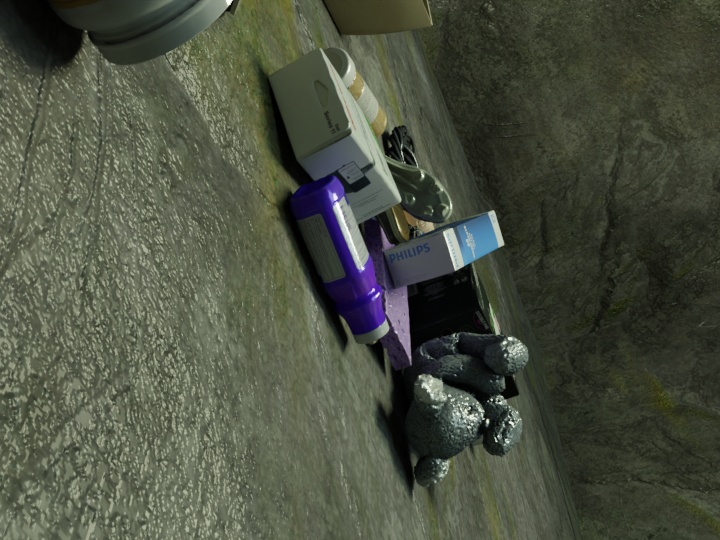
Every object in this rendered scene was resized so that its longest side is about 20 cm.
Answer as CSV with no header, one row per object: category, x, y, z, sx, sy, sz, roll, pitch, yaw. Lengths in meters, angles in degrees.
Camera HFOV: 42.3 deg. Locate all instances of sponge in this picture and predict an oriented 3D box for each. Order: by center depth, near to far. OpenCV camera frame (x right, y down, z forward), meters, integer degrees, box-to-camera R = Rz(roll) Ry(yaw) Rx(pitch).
sponge,0.039,0.029,1.330,0.202,0.029,0.112,-92,160,-46

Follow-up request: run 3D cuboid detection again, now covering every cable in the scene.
cable,0.092,-0.212,1.915,0.163,0.050,0.204,37,39,-60

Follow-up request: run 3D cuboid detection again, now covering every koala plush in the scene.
koala plush,0.120,0.193,1.282,0.200,0.181,0.181,-43,137,-58

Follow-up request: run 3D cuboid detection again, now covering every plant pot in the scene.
plant pot,0.013,-0.564,1.758,0.200,0.174,0.203,55,21,-48

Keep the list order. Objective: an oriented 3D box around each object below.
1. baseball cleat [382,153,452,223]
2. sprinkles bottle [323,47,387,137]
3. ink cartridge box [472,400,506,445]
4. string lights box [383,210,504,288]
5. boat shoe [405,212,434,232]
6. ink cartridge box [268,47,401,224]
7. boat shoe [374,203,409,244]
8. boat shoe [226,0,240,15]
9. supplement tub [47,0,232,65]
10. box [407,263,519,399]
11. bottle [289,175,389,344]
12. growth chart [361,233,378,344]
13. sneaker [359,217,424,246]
baseball cleat,0.065,-0.132,1.452,0.199,0.070,0.106,36,-2,18
sprinkles bottle,-0.016,-0.280,1.502,0.200,0.067,0.069,43,31,-64
ink cartridge box,0.221,0.208,1.777,0.201,0.083,0.148,-87,154,-57
string lights box,0.126,-0.034,1.366,0.199,0.101,0.060,-24,96,-59
boat shoe,0.104,-0.081,1.750,0.070,0.069,0.204,138,-58,-63
ink cartridge box,-0.032,-0.173,1.232,0.200,0.082,0.149,48,19,-60
boat shoe,0.011,-0.115,1.349,0.073,0.064,0.202,42,22,-58
boat shoe,-0.162,-0.382,1.113,0.062,0.073,0.203,15,50,-20
supplement tub,-0.181,-0.261,0.640,0.146,0.142,0.201,-94,161,-47
box,0.147,0.112,1.466,0.125,0.146,0.202,-94,160,-52
bottle,-0.021,-0.010,1.126,0.084,0.064,0.203,-70,140,-68
growth chart,0.000,0.000,1.303,0.145,0.017,0.204,-6,79,-76
sneaker,0.056,-0.056,1.451,0.079,0.088,0.201,-94,159,-47
